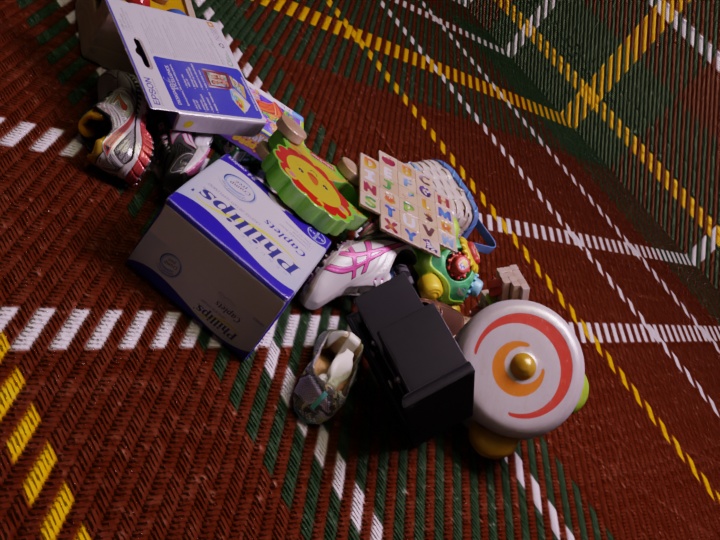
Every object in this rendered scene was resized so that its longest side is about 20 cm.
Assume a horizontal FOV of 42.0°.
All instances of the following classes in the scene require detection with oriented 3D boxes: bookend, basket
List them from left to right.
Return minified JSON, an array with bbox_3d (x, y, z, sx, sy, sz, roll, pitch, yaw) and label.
[{"bbox_3d":[0.053,0.088,1.142,0.201,0.091,0.201,62,-6,22],"label":"bookend"},{"bbox_3d":[0.138,-0.108,1.645,0.198,0.140,0.178,2,46,-42],"label":"basket"}]

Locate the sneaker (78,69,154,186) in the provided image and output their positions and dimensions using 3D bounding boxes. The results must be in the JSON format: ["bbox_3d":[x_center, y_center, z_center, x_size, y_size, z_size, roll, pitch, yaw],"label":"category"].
[{"bbox_3d":[-0.321,-0.200,1.213,0.081,0.078,0.201,20,33,-36],"label":"sneaker"}]

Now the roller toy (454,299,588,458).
[{"bbox_3d":[0.205,0.139,1.278,0.184,0.198,0.140,61,-10,9],"label":"roller toy"}]

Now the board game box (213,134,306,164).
[{"bbox_3d":[-0.176,-0.228,1.518,0.135,0.029,0.199,52,27,21],"label":"board game box"}]

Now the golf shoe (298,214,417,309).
[{"bbox_3d":[0.000,0.000,1.294,0.092,0.073,0.199,47,57,8],"label":"golf shoe"}]

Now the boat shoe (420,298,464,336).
[{"bbox_3d":[0.086,0.076,1.345,0.198,0.073,0.067,9,-4,-43],"label":"boat shoe"}]

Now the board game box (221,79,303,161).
[{"bbox_3d":[-0.179,-0.242,1.450,0.198,0.045,0.135,31,28,-24],"label":"board game box"}]

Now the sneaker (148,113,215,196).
[{"bbox_3d":[-0.253,-0.157,1.268,0.085,0.081,0.201,22,22,-12],"label":"sneaker"}]

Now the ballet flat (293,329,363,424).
[{"bbox_3d":[-0.027,0.115,1.153,0.072,0.072,0.201,38,25,-6],"label":"ballet flat"}]

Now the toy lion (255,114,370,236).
[{"bbox_3d":[-0.058,-0.113,1.285,0.199,0.069,0.193,30,24,-39],"label":"toy lion"}]

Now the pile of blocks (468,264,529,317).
[{"bbox_3d":[0.209,0.069,1.474,0.061,0.201,0.083,-8,62,-11],"label":"pile of blocks"}]

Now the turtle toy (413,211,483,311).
[{"bbox_3d":[0.132,-0.021,1.484,0.200,0.100,0.147,49,21,-48],"label":"turtle toy"}]

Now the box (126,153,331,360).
[{"bbox_3d":[-0.153,-0.024,1.146,0.183,0.105,0.200,39,26,-4],"label":"box"}]

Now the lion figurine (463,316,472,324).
[{"bbox_3d":[0.231,0.119,1.413,0.072,0.197,0.124,-34,110,-57],"label":"lion figurine"}]

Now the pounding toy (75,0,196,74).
[{"bbox_3d":[-0.342,-0.407,1.428,0.182,0.142,0.202,21,32,-37],"label":"pounding toy"}]

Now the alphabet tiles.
[{"bbox_3d":[0.069,-0.100,1.369,0.165,0.006,0.201,25,34,-18],"label":"alphabet tiles"}]

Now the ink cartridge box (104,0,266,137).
[{"bbox_3d":[-0.248,-0.276,1.292,0.198,0.047,0.200,-2,59,-46],"label":"ink cartridge box"}]

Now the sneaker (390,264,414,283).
[{"bbox_3d":[0.040,0.002,1.441,0.083,0.070,0.200,57,17,-22],"label":"sneaker"}]
